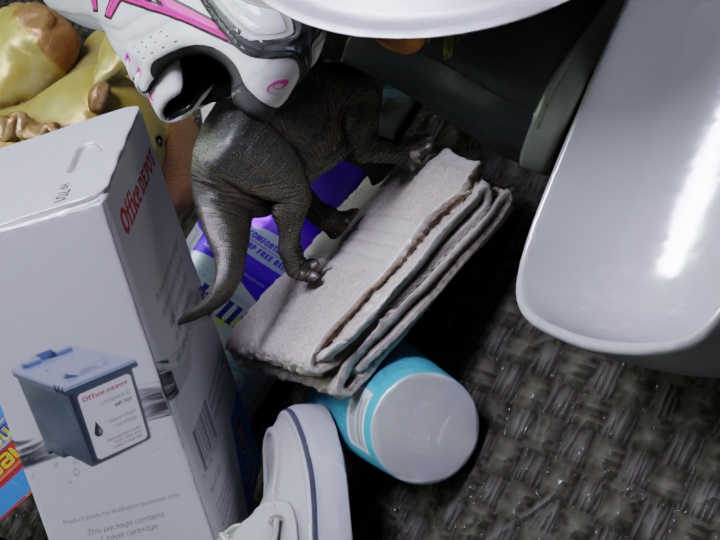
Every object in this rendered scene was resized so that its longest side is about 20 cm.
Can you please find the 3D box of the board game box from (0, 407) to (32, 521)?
[{"bbox_3d":[-0.222,0.104,1.679,0.196,0.056,0.200,-42,10,3],"label":"board game box"}]

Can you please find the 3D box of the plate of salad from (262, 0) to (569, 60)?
[{"bbox_3d":[0.042,-0.153,1.214,0.201,0.199,0.048,-88,-15,-47],"label":"plate of salad"}]

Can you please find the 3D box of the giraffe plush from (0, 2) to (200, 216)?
[{"bbox_3d":[-0.152,-0.069,1.628,0.162,0.199,0.174,-6,96,57],"label":"giraffe plush"}]

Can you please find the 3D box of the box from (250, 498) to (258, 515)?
[{"bbox_3d":[-0.091,0.213,1.473,0.161,0.044,0.200,-60,20,14],"label":"box"}]

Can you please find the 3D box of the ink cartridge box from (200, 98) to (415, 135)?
[{"bbox_3d":[-0.035,-0.109,1.665,0.116,0.067,0.200,-58,21,24],"label":"ink cartridge box"}]

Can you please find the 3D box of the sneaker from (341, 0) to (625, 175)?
[{"bbox_3d":[0.071,-0.126,1.280,0.200,0.106,0.075,-53,-13,-54],"label":"sneaker"}]

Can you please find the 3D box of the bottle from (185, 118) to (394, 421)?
[{"bbox_3d":[-0.053,-0.001,1.565,0.200,0.083,0.065,-56,1,17],"label":"bottle"}]

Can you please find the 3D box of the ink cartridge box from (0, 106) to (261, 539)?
[{"bbox_3d":[-0.119,0.042,1.425,0.085,0.201,0.147,-16,18,9],"label":"ink cartridge box"}]

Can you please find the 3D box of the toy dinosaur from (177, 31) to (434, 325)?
[{"bbox_3d":[-0.034,-0.061,1.419,0.200,0.102,0.077,-47,11,-4],"label":"toy dinosaur"}]

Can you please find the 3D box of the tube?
[{"bbox_3d":[0.005,0.058,1.409,0.078,0.050,0.200,-59,16,0],"label":"tube"}]

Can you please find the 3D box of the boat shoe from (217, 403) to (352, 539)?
[{"bbox_3d":[-0.039,0.142,1.351,0.072,0.065,0.201,103,167,-51],"label":"boat shoe"}]

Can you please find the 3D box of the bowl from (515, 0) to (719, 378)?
[{"bbox_3d":[0.150,-0.050,1.114,0.201,0.074,0.200,-67,20,-3],"label":"bowl"}]

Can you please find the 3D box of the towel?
[{"bbox_3d":[0.000,0.000,1.428,0.133,0.034,0.200,-48,12,-10],"label":"towel"}]

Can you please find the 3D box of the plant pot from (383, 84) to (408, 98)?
[{"bbox_3d":[0.026,-0.220,1.484,0.200,0.200,0.188,-49,10,39],"label":"plant pot"}]

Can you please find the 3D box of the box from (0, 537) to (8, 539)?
[{"bbox_3d":[-0.214,0.254,1.663,0.201,0.095,0.100,-68,18,-7],"label":"box"}]

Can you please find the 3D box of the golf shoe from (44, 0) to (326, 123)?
[{"bbox_3d":[-0.094,-0.118,1.395,0.200,0.072,0.092,10,77,50],"label":"golf shoe"}]
